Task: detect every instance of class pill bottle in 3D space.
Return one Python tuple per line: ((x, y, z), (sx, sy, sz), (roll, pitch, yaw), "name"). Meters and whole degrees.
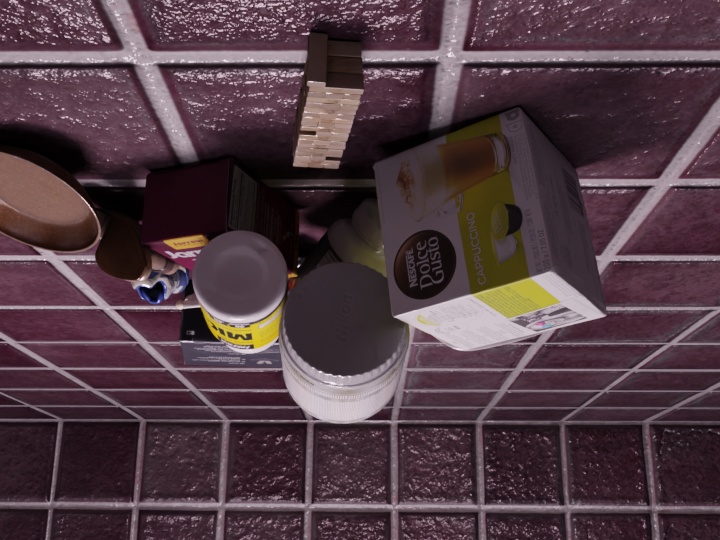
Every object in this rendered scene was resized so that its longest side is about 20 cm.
((-0.020, -0.002, 1.238), (0.110, 0.111, 0.200), (16, 126, -39), "pill bottle")
((-0.147, 0.036, 1.120), (0.114, 0.115, 0.200), (1, 160, -3), "pill bottle")

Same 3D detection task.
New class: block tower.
((-0.037, -0.168, 0.919), (0.058, 0.054, 0.200), (2, 163, -7), "block tower")

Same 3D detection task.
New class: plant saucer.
((-0.416, -0.096, 1.104), (0.200, 0.037, 0.201), (11, 148, 7), "plant saucer")

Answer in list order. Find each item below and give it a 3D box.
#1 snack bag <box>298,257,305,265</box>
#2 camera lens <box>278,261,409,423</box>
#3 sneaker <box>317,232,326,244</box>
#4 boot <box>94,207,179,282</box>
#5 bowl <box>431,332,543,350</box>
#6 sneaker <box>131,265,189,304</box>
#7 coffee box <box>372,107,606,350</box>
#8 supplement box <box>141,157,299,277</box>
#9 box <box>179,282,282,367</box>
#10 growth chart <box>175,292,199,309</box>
((-0.128, 0.009, 1.465), (0.199, 0.021, 0.188), (-10, 171, 29), "snack bag")
((-0.021, 0.095, 1.108), (0.159, 0.161, 0.200), (1, 156, -2), "camera lens")
((0.000, 0.000, 1.364), (0.082, 0.070, 0.200), (24, 172, 30), "sneaker")
((-0.301, -0.027, 1.204), (0.200, 0.070, 0.146), (41, -176, 35), "boot")
((0.177, 0.036, 1.348), (0.199, 0.075, 0.200), (-10, -152, -28), "bowl")
((-0.336, 0.017, 1.442), (0.075, 0.088, 0.200), (-4, 163, 7), "sneaker")
((0.154, -0.037, 1.053), (0.197, 0.200, 0.200), (-17, 156, 27), "coffee box")
((-0.180, -0.058, 1.179), (0.130, 0.104, 0.200), (-7, 160, 22), "supplement box")
((-0.235, 0.106, 1.665), (0.196, 0.118, 0.200), (3, 161, -8), "box")
((-0.189, 0.008, 1.333), (0.144, 0.018, 0.200), (-12, -158, 21), "growth chart")
